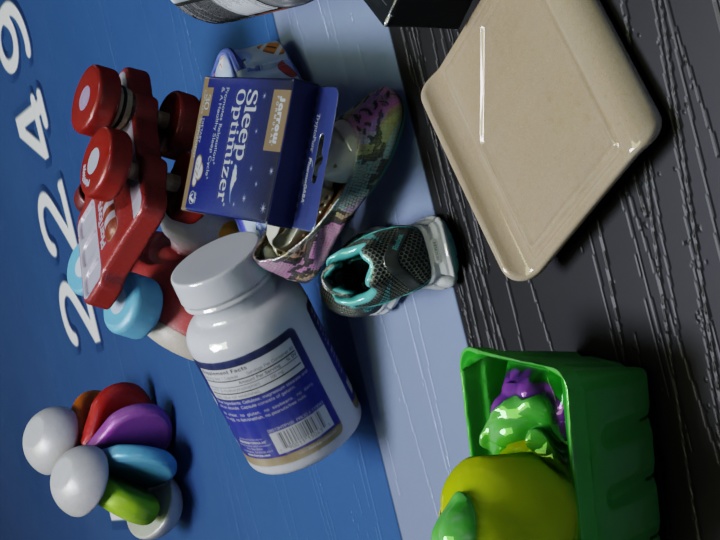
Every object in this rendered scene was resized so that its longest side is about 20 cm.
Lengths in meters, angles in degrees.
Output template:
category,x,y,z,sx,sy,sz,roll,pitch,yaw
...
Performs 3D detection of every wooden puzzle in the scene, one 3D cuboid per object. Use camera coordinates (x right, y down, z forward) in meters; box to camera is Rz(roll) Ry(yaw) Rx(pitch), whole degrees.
category,x,y,z,sx,sy,sz,roll,pitch,yaw
wooden puzzle,0.128,-0.118,1.233,0.200,0.037,0.186,-52,55,50

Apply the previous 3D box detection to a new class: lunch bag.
category,x,y,z,sx,sy,sz,roll,pitch,yaw
lunch bag,-0.087,-0.099,1.592,0.202,0.075,0.160,69,153,17

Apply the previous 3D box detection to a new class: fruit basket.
category,x,y,z,sx,sy,sz,roll,pitch,yaw
fruit basket,0.112,0.163,1.202,0.155,0.214,0.218,12,111,59

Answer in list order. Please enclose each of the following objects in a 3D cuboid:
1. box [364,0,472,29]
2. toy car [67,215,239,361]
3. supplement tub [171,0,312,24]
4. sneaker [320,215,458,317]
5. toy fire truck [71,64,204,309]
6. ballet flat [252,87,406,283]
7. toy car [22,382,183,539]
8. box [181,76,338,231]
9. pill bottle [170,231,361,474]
category,x,y,z,sx,sy,sz,roll,pitch,yaw
box,0.025,-0.296,1.275,0.201,0.078,0.142,55,135,35
toy car,-0.155,-0.027,1.696,0.177,0.183,0.201,38,104,50
supplement tub,-0.089,-0.282,1.467,0.199,0.122,0.124,2,103,60
sneaker,0.000,0.000,1.452,0.200,0.090,0.078,-28,76,61
toy fire truck,-0.229,-0.086,1.616,0.168,0.111,0.201,-51,39,35
ballet flat,-0.033,-0.071,1.446,0.201,0.071,0.069,-58,42,30
toy car,-0.288,0.214,2.033,0.151,0.174,0.200,-55,42,6
box,-0.088,-0.102,1.447,0.199,0.032,0.122,11,90,57
pill bottle,-0.090,0.072,1.555,0.119,0.119,0.201,16,135,59
